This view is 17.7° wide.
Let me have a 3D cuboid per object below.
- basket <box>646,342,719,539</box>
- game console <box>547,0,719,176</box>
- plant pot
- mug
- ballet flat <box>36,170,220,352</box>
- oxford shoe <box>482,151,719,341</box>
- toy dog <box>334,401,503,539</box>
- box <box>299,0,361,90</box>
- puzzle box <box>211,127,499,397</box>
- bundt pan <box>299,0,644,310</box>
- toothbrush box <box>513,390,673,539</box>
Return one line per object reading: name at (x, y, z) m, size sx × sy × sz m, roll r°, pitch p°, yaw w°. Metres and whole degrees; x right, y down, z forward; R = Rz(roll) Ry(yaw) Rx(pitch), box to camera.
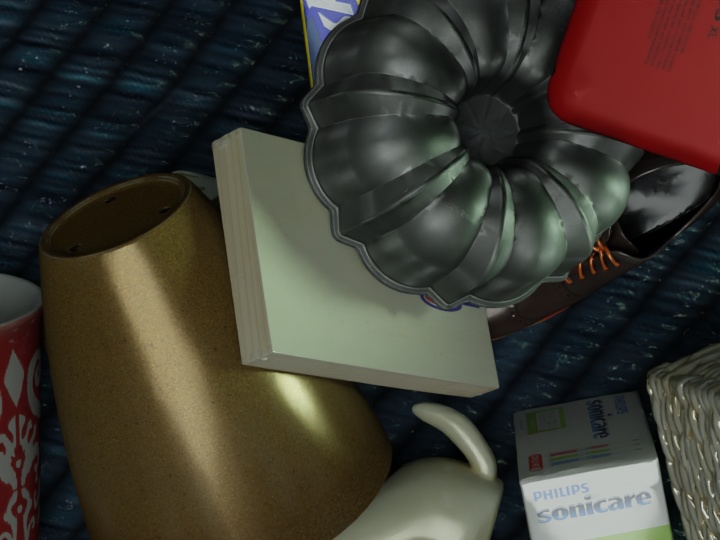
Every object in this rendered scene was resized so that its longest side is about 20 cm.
basket at (0.288, 0.118, 1.298) m, size 0.198 × 0.161 × 0.200 m, roll -21°, pitch 103°, yaw -18°
game console at (0.218, -0.155, 1.276) m, size 0.172 × 0.119 × 0.200 m, roll 20°, pitch 99°, yaw 12°
plant pot at (-0.101, 0.053, 1.319) m, size 0.186 × 0.186 × 0.200 m, roll -19°, pitch 116°, yaw 6°
mug at (-0.265, 0.108, 1.426) m, size 0.133 × 0.177 × 0.200 m, roll -12°, pitch 110°, yaw -33°
ballet flat at (-0.118, -0.016, 1.413) m, size 0.200 × 0.068 × 0.072 m, roll -32°, pitch 81°, yaw 12°
oxford shoe at (0.133, -0.020, 1.391) m, size 0.200 × 0.073 × 0.071 m, roll -37°, pitch 99°, yaw 9°
toy dog at (-0.016, 0.178, 1.408) m, size 0.200 × 0.140 × 0.194 m, roll 4°, pitch 108°, yaw 5°
box at (-0.004, -0.166, 1.364) m, size 0.064 × 0.070 × 0.200 m, roll -7°, pitch 102°, yaw 3°
puzzle box at (0.000, 0.000, 1.327) m, size 0.025 × 0.200 × 0.133 m, roll -24°, pitch 66°, yaw 37°
bundt pan at (0.072, -0.080, 1.296) m, size 0.202 × 0.076 × 0.202 m, roll 2°, pitch 84°, yaw -19°
toothbrush box at (0.152, 0.191, 1.401) m, size 0.086 × 0.146 × 0.200 m, roll -10°, pitch 103°, yaw 5°
